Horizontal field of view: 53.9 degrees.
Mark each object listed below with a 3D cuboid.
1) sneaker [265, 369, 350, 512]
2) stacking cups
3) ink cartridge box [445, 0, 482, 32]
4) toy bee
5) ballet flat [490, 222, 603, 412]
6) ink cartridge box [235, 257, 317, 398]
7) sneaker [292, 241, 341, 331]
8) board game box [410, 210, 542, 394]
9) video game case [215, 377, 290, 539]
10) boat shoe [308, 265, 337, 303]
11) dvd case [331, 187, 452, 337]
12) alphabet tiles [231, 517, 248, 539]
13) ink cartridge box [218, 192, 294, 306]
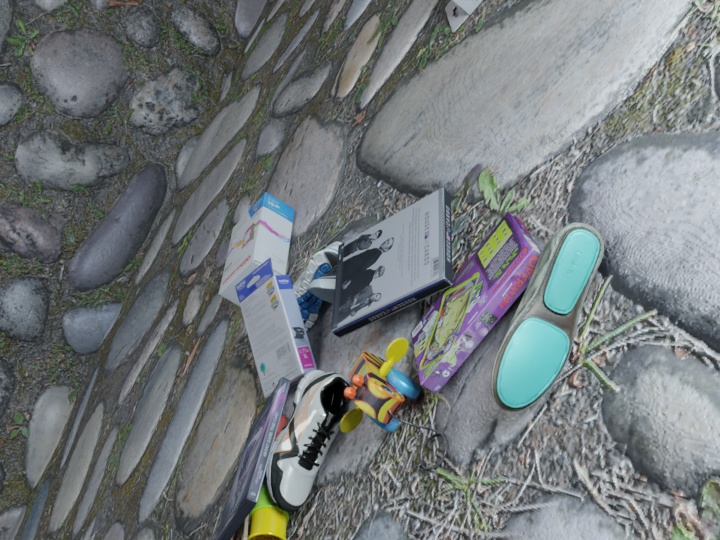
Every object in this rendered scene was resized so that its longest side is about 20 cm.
[{"bbox_3d":[-0.071,0.230,0.982,0.079,0.073,0.204,-18,50,52],"label":"sneaker"},{"bbox_3d":[-0.127,0.301,1.028,0.060,0.060,0.203,-42,31,33],"label":"stacking cups"},{"bbox_3d":[0.201,-0.537,1.246,0.200,0.066,0.117,-45,31,30],"label":"ink cartridge box"},{"bbox_3d":[0.024,0.141,0.856,0.199,0.108,0.133,1,63,61],"label":"toy bee"},{"bbox_3d":[0.187,0.049,0.718,0.204,0.066,0.064,-63,-1,-6],"label":"ballet flat"},{"bbox_3d":[-0.143,0.095,1.179,0.119,0.041,0.204,-34,70,42],"label":"ink cartridge box"},{"bbox_3d":[-0.081,0.031,1.221,0.200,0.075,0.087,-48,7,28],"label":"sneaker"},{"bbox_3d":[0.132,0.035,0.830,0.201,0.032,0.121,-53,12,19],"label":"board game box"},{"bbox_3d":[-0.153,0.272,1.012,0.144,0.019,0.202,-57,13,39],"label":"video game case"},{"bbox_3d":[0.000,0.000,1.091,0.198,0.070,0.093,-8,56,51],"label":"boat shoe"},{"bbox_3d":[0.041,-0.010,0.964,0.197,0.025,0.153,-27,44,34],"label":"dvd case"},{"bbox_3d":[-0.194,0.423,1.013,0.168,0.007,0.204,-105,35,-66],"label":"alphabet tiles"},{"bbox_3d":[-0.219,-0.040,1.505,0.144,0.084,0.203,-40,34,36],"label":"ink cartridge box"}]
